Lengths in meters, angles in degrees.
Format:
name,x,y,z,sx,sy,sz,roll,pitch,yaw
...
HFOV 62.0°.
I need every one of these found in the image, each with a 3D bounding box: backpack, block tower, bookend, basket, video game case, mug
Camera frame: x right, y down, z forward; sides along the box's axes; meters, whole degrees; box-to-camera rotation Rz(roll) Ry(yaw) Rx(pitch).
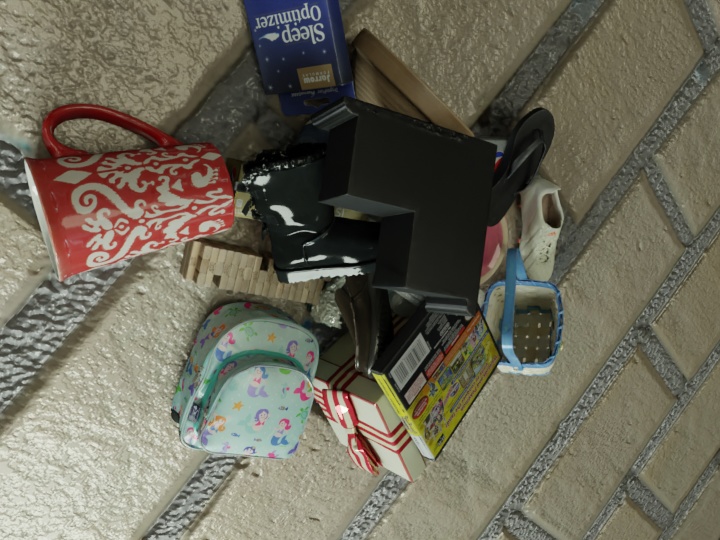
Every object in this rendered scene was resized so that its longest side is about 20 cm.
name,x,y,z,sx,sy,sz,roll,pitch,yaw
backpack,-0.148,0.150,0.814,0.177,0.150,0.201,18,91,-32
block tower,-0.139,0.002,0.821,0.199,0.054,0.058,10,101,-32
bookend,0.038,-0.061,0.670,0.198,0.092,0.201,9,86,-27
basket,0.266,0.080,1.001,0.200,0.138,0.177,46,49,-51
video game case,0.114,0.128,0.830,0.200,0.025,0.181,-48,124,-29
mug,-0.257,-0.097,0.677,0.199,0.133,0.179,-16,115,-29

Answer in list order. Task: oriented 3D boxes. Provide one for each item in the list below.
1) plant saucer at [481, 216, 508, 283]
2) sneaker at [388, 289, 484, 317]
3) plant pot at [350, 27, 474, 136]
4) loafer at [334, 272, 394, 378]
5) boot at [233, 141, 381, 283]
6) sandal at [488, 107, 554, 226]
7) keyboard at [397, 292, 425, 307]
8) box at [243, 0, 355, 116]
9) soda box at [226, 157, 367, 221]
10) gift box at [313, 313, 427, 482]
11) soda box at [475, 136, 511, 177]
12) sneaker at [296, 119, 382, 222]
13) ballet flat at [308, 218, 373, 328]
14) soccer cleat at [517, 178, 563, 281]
name,x,y,z,sx,sy,sz,roll,pitch,yaw
plant saucer,0.170,-0.048,0.987,0.199,0.051,0.202,-10,110,-28
sneaker,0.111,0.028,0.933,0.199,0.082,0.074,11,118,-40
plant pot,0.048,-0.212,0.788,0.201,0.201,0.093,35,106,-33
loafer,0.002,0.047,0.821,0.073,0.071,0.201,37,49,-65
boot,-0.041,-0.075,0.728,0.197,0.073,0.163,-10,120,5
sandal,0.247,-0.154,0.925,0.076,0.043,0.201,28,91,-35
keyboard,0.094,0.026,0.848,0.056,0.011,0.200,-48,138,7
box,-0.077,-0.288,0.727,0.032,0.121,0.201,-43,129,-49
soda box,-0.085,-0.096,0.815,0.199,0.064,0.068,9,101,-31
gift box,0.030,0.189,0.909,0.187,0.199,0.185,-42,119,-31
soda box,0.166,-0.174,0.936,0.199,0.063,0.069,-7,110,-29
sneaker,0.011,-0.145,0.803,0.199,0.147,0.081,19,131,-11
ballet flat,0.000,0.000,0.890,0.072,0.072,0.201,31,92,-34
soccer cleat,0.319,-0.061,1.053,0.069,0.077,0.201,-21,115,-23
